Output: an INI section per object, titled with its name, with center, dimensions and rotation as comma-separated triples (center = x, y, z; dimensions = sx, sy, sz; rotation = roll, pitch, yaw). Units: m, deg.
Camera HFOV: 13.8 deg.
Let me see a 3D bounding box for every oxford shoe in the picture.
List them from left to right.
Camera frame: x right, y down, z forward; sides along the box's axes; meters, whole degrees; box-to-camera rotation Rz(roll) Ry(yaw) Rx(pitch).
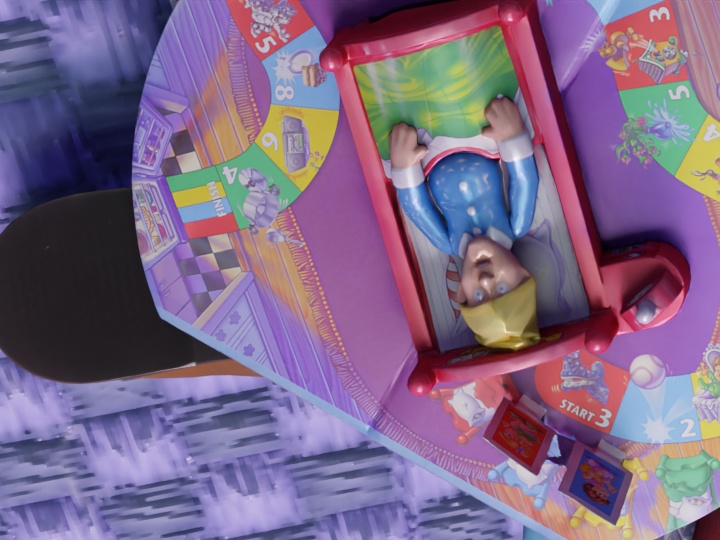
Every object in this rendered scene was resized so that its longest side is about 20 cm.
[oxford shoe]
center = 0.000, 0.000, 0.832
dimensions = 0.200, 0.071, 0.071
rotation = 1, 88, 9

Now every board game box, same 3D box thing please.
[board game box]
center = 0.036, -0.016, 0.757
dimensions = 0.200, 0.039, 0.158
rotation = 30, 108, 1

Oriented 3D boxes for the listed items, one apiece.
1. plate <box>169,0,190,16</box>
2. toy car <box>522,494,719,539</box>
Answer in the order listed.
[plate]
center = 0.045, -0.101, 0.789
dimensions = 0.200, 0.026, 0.200
rotation = -3, 132, -3
[toy car]
center = 0.173, 0.019, 0.845
dimensions = 0.177, 0.184, 0.200
rotation = 7, 95, -59
